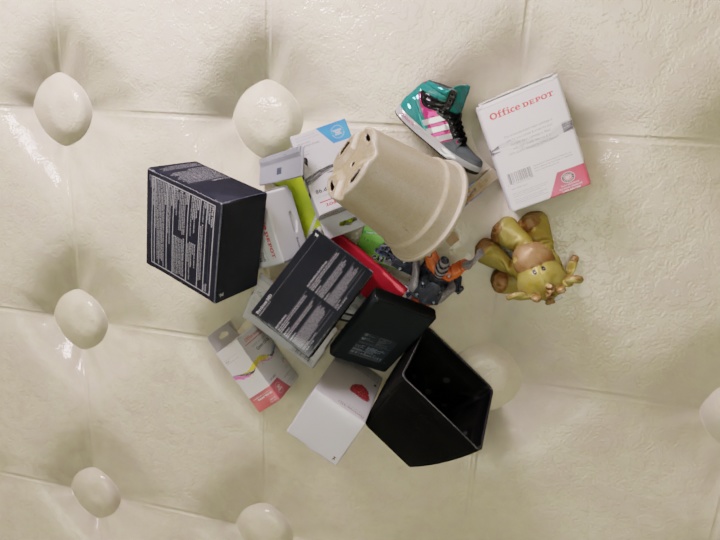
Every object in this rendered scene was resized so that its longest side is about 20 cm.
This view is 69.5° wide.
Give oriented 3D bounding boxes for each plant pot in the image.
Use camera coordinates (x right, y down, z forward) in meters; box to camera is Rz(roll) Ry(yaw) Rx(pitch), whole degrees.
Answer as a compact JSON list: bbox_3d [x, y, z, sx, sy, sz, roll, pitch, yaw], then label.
[{"bbox_3d":[0.051,-0.144,0.896,0.183,0.201,0.201,27,112,-30],"label":"plant pot"},{"bbox_3d":[0.127,0.275,1.056,0.199,0.200,0.178,43,119,0],"label":"plant pot"}]

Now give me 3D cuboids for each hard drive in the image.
[{"bbox_3d":[0.042,0.126,1.053,0.139,0.033,0.200,21,131,-19],"label":"hard drive"}]

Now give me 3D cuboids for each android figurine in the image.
[{"bbox_3d":[-0.112,-0.128,1.086,0.199,0.041,0.183,29,108,7],"label":"android figurine"}]

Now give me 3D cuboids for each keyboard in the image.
[{"bbox_3d":[-0.158,-0.203,1.019,0.199,0.011,0.057,5,98,57],"label":"keyboard"}]

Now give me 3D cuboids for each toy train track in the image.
[{"bbox_3d":[0.181,-0.127,1.021,0.200,0.033,0.115,-40,103,10],"label":"toy train track"}]

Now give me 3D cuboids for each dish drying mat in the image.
[{"bbox_3d":[0.000,0.000,1.050,0.200,0.018,0.077,40,121,10],"label":"dish drying mat"}]

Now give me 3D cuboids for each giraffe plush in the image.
[{"bbox_3d":[0.315,-0.001,0.952,0.200,0.162,0.173,43,108,0],"label":"giraffe plush"}]

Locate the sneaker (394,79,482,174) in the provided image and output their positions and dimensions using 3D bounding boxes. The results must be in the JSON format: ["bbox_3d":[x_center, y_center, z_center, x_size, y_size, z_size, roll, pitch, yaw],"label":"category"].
[{"bbox_3d":[0.174,-0.282,0.963,0.200,0.084,0.121,40,118,2],"label":"sneaker"}]

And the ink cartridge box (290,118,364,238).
[{"bbox_3d":[-0.049,-0.175,1.010,0.115,0.067,0.201,-21,89,-8],"label":"ink cartridge box"}]

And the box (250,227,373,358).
[{"bbox_3d":[-0.089,0.044,0.993,0.141,0.079,0.201,37,86,2],"label":"box"}]

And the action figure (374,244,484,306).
[{"bbox_3d":[0.120,0.001,1.006,0.198,0.105,0.194,20,136,-1],"label":"action figure"}]

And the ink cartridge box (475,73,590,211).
[{"bbox_3d":[0.309,-0.229,0.940,0.145,0.085,0.201,-19,100,16],"label":"ink cartridge box"}]

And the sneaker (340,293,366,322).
[{"bbox_3d":[-0.029,0.042,1.088,0.199,0.076,0.116,1,105,15],"label":"sneaker"}]

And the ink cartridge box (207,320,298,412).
[{"bbox_3d":[-0.237,0.195,1.151,0.067,0.116,0.201,-34,95,19],"label":"ink cartridge box"}]

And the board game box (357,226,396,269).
[{"bbox_3d":[0.065,-0.110,1.055,0.095,0.030,0.201,22,110,5],"label":"board game box"}]

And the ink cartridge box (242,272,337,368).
[{"bbox_3d":[-0.147,0.100,1.108,0.199,0.044,0.174,36,135,3],"label":"ink cartridge box"}]

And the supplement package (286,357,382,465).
[{"bbox_3d":[-0.046,0.278,1.084,0.121,0.200,0.120,33,109,2],"label":"supplement package"}]

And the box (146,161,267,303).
[{"bbox_3d":[-0.295,-0.077,0.987,0.197,0.123,0.201,26,119,26],"label":"box"}]

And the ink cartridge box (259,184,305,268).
[{"bbox_3d":[-0.223,-0.078,1.069,0.199,0.084,0.147,-12,100,35],"label":"ink cartridge box"}]
